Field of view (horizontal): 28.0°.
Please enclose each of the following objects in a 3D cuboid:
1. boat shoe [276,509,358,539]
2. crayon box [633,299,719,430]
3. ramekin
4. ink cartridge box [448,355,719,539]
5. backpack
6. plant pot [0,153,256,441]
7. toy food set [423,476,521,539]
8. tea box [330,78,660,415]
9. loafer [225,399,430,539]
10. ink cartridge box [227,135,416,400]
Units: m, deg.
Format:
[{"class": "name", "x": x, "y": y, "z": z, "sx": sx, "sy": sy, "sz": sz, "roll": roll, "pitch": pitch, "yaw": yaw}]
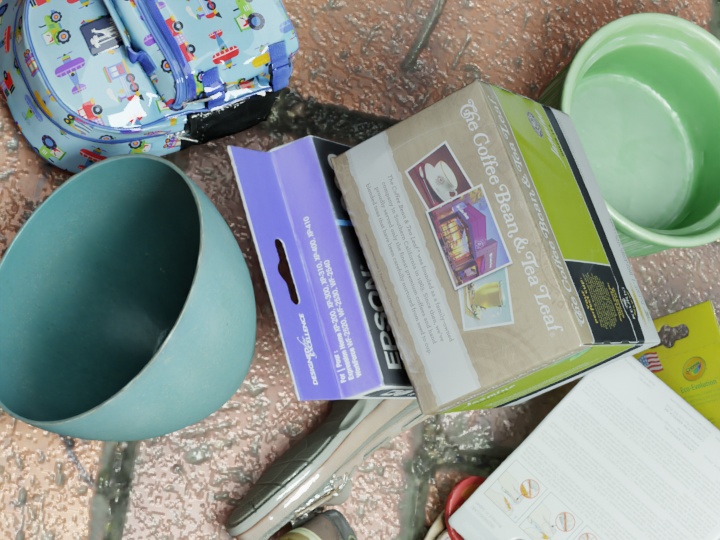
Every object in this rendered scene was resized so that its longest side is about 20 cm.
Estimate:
[{"class": "boat shoe", "x": 0.006, "y": 0.271, "z": 1.069, "sx": 0.065, "sy": 0.073, "sz": 0.201, "roll": -32, "pitch": 105, "yaw": -36}, {"class": "crayon box", "x": 0.295, "y": 0.127, "z": 1.183, "sx": 0.050, "sy": 0.127, "sz": 0.202, "roll": -16, "pitch": 85, "yaw": -33}, {"class": "ramekin", "x": 0.239, "y": -0.108, "z": 1.232, "sx": 0.198, "sy": 0.098, "sz": 0.202, "roll": 5, "pitch": 76, "yaw": -20}, {"class": "ink cartridge box", "x": 0.193, "y": 0.181, "z": 1.115, "sx": 0.200, "sy": 0.050, "sz": 0.162, "roll": -45, "pitch": 69, "yaw": -10}, {"class": "backpack", "x": -0.170, "y": -0.174, "z": 1.076, "sx": 0.199, "sy": 0.134, "sz": 0.184, "roll": -22, "pitch": 85, "yaw": -20}, {"class": "plant pot", "x": -0.150, "y": 0.038, "z": 1.022, "sx": 0.135, "sy": 0.199, "sz": 0.202, "roll": 39, "pitch": 63, "yaw": -46}, {"class": "toy food set", "x": 0.127, "y": 0.258, "z": 1.136, "sx": 0.198, "sy": 0.049, "sz": 0.200, "roll": -5, "pitch": 80, "yaw": -21}, {"class": "tea box", "x": 0.104, "y": -0.012, "z": 1.069, "sx": 0.196, "sy": 0.133, "sz": 0.201, "roll": 7, "pitch": 60, "yaw": -63}, {"class": "loafer", "x": -0.015, "y": 0.146, "z": 1.099, "sx": 0.200, "sy": 0.072, "sz": 0.063, "roll": -45, "pitch": 103, "yaw": -26}, {"class": "ink cartridge box", "x": 0.000, "y": 0.000, "z": 1.078, "sx": 0.199, "sy": 0.043, "sz": 0.200, "roll": 6, "pitch": 62, "yaw": -54}]
